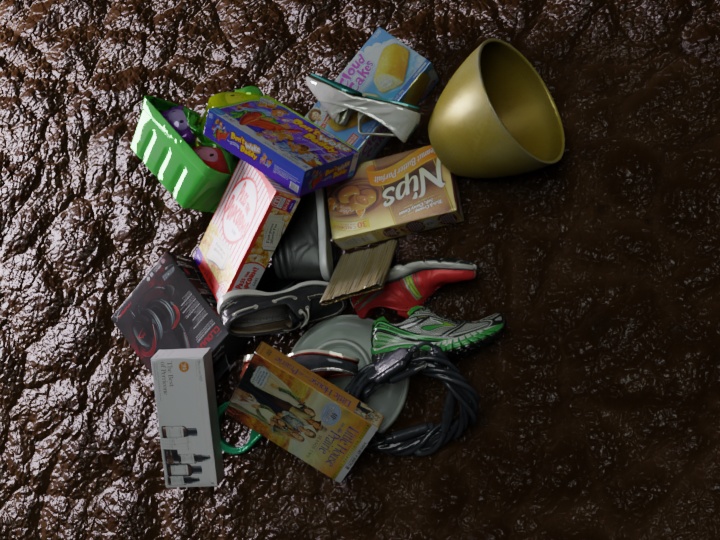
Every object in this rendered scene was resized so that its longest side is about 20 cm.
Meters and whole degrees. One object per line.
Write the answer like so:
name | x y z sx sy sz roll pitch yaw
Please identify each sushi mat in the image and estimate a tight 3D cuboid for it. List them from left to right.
sushi mat | 0.000 0.000 1.518 0.095 0.200 0.012 -18 106 14

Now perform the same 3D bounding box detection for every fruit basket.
fruit basket | -0.242 -0.220 1.685 0.214 0.155 0.217 -2 86 30

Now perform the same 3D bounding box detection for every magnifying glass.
magnifying glass | -0.140 0.220 1.547 0.199 0.022 0.080 -18 82 29

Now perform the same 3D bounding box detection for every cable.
cable | 0.067 0.190 1.465 0.200 0.163 0.051 -38 20 26

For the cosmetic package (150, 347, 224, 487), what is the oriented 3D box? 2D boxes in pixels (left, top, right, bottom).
cosmetic package | -0.254 0.218 1.541 0.082 0.051 0.202 -4 102 5

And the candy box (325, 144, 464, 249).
candy box | 0.050 -0.113 1.596 0.199 0.055 0.116 -13 70 13

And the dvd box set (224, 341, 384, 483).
dvd box set | -0.082 0.202 1.467 0.199 0.147 0.029 32 41 1

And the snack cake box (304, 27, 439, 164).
snack cake box | 0.015 -0.268 1.649 0.115 0.067 0.200 39 88 23

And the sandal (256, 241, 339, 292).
sandal | -0.124 0.016 1.619 0.200 0.043 0.076 -42 66 2

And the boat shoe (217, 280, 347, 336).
boat shoe | -0.110 0.061 1.545 0.199 0.074 0.060 -1 35 -19

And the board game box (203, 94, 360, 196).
board game box | -0.118 -0.192 1.577 0.199 0.134 0.045 33 125 24

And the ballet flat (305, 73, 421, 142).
ballet flat | -0.005 -0.243 1.582 0.199 0.069 0.070 22 81 21

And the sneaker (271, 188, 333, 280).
sneaker | -0.098 -0.072 1.601 0.098 0.071 0.201 -8 61 7

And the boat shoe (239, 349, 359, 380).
boat shoe | -0.089 0.151 1.495 0.199 0.071 0.063 -7 66 30

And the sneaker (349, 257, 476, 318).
sneaker | 0.081 0.029 1.546 0.199 0.077 0.086 -12 90 18

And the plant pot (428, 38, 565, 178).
plant pot | 0.183 -0.215 1.528 0.142 0.199 0.201 -29 65 35

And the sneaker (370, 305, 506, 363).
sneaker | 0.109 0.085 1.490 0.198 0.078 0.086 -9 74 1

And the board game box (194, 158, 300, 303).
board game box | -0.176 -0.062 1.587 0.201 0.046 0.152 -62 35 17

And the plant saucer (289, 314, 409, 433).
plant saucer | -0.028 0.158 1.542 0.199 0.050 0.202 -5 71 16

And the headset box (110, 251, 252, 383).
headset box | -0.270 0.094 1.612 0.149 0.075 0.200 -47 66 13
